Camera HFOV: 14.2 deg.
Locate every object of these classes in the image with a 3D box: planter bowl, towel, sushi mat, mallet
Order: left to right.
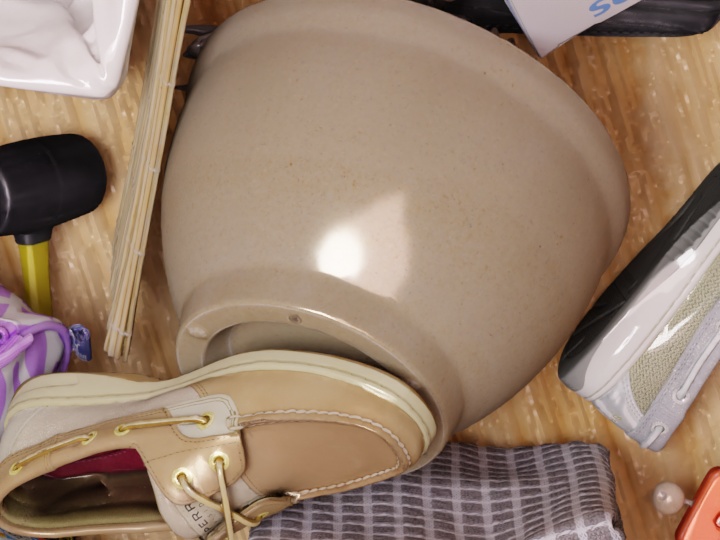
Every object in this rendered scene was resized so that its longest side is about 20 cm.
[{"bbox_3d":[-0.138,0.035,1.319,0.041,0.066,0.200,9,115,40],"label":"mallet"},{"bbox_3d":[-0.089,-0.069,1.240,0.012,0.096,0.200,8,121,-8],"label":"sushi mat"},{"bbox_3d":[0.000,0.000,1.209,0.200,0.200,0.135,23,56,-1],"label":"planter bowl"},{"bbox_3d":[0.033,0.123,1.239,0.165,0.200,0.086,3,100,0],"label":"towel"}]

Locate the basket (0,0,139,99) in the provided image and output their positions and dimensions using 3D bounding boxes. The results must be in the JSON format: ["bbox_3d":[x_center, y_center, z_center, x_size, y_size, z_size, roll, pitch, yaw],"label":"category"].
[{"bbox_3d":[-0.186,-0.157,1.256,0.199,0.123,0.136,11,95,-1],"label":"basket"}]

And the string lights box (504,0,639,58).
[{"bbox_3d":[0.070,-0.200,1.233,0.103,0.059,0.200,-30,60,3],"label":"string lights box"}]

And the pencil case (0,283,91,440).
[{"bbox_3d":[-0.219,0.005,1.263,0.200,0.086,0.084,33,68,18],"label":"pencil case"}]

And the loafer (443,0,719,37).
[{"bbox_3d":[0.065,-0.136,1.286,0.200,0.070,0.068,11,52,4],"label":"loafer"}]

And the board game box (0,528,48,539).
[{"bbox_3d":[-0.079,0.198,1.262,0.200,0.103,0.105,18,98,-24],"label":"board game box"}]

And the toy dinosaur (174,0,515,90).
[{"bbox_3d":[0.024,-0.079,1.276,0.200,0.102,0.077,31,70,-21],"label":"toy dinosaur"}]

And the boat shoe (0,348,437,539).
[{"bbox_3d":[-0.063,0.080,1.171,0.200,0.066,0.074,-7,135,31],"label":"boat shoe"}]

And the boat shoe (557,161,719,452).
[{"bbox_3d":[0.175,-0.008,1.294,0.065,0.074,0.202,41,98,-9],"label":"boat shoe"}]

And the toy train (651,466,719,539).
[{"bbox_3d":[0.176,0.188,1.321,0.150,0.056,0.200,23,92,0],"label":"toy train"}]
